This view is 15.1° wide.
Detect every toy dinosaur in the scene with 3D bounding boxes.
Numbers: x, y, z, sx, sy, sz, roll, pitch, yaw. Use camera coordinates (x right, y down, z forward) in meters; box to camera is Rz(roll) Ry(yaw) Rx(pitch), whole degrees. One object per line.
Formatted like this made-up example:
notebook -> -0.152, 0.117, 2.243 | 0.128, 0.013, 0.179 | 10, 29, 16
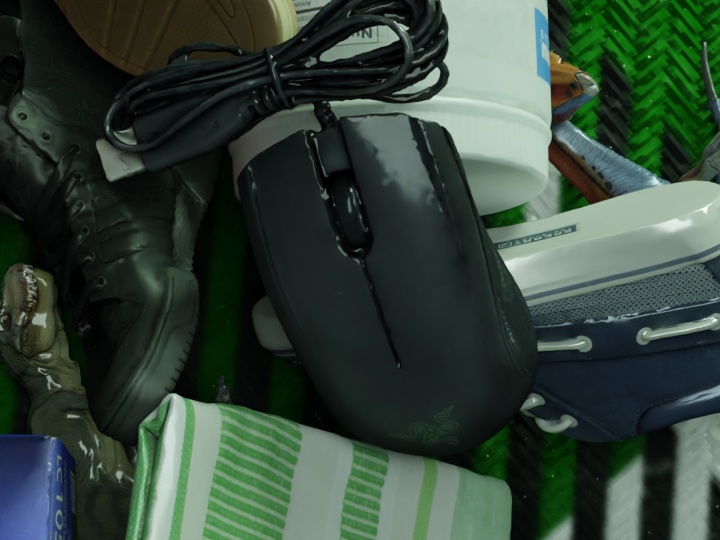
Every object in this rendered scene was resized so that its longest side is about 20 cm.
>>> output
toy dinosaur -> 0.134, -0.008, 1.121 | 0.181, 0.105, 0.201 | 21, 85, 12
toy dinosaur -> -0.086, 0.091, 1.073 | 0.088, 0.047, 0.201 | -14, 82, 1

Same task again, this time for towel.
towel -> -0.015, 0.136, 1.033 | 0.199, 0.023, 0.153 | 19, 72, -44

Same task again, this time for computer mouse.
computer mouse -> 0.000, 0.000, 1.010 | 0.138, 0.053, 0.201 | -20, 120, 16

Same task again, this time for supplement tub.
supplement tub -> 0.009, -0.128, 1.093 | 0.131, 0.132, 0.201 | 0, 79, -12

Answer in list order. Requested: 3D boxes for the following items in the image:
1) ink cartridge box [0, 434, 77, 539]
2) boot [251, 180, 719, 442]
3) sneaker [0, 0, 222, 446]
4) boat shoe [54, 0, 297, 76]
ink cartridge box -> -0.177, 0.131, 1.010 | 0.199, 0.076, 0.137 | 0, 79, -1
boot -> 0.060, 0.032, 1.089 | 0.199, 0.073, 0.091 | -12, 107, 14
sneaker -> -0.113, -0.027, 1.053 | 0.104, 0.060, 0.200 | 24, 44, -17
boat shoe -> -0.092, -0.130, 1.064 | 0.200, 0.064, 0.072 | 35, 113, 28
